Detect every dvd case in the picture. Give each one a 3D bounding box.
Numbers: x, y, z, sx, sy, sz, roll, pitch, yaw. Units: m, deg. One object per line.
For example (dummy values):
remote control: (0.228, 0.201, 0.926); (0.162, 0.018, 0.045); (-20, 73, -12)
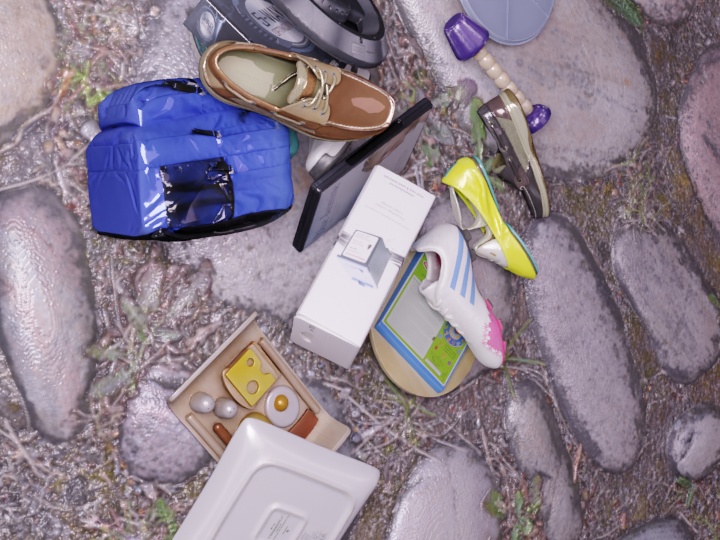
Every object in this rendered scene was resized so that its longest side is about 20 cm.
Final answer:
dvd case: (0.002, -0.115, 1.111); (0.018, 0.143, 0.199); (44, 62, 10)

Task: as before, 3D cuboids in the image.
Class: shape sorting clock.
shape sorting clock: (0.086, 0.065, 1.215); (0.198, 0.039, 0.204); (4, 84, -36)

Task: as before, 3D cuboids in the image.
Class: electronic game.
electronic game: (-0.046, -0.302, 1.013); (0.199, 0.042, 0.201); (33, 32, -24)

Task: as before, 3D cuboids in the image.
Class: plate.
plate: (-0.095, 0.287, 1.049); (0.198, 0.032, 0.201); (27, 98, -29)

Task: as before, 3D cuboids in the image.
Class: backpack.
backpack: (-0.168, -0.116, 0.970); (0.198, 0.162, 0.171); (-9, 105, -36)

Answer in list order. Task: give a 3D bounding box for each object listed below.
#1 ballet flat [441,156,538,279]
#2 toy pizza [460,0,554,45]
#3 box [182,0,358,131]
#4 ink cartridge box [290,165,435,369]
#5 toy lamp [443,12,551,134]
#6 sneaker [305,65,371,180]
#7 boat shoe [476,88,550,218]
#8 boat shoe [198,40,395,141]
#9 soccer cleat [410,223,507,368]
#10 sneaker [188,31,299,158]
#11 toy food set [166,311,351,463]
ballet flat: (0.174, -0.061, 1.271); (0.067, 0.067, 0.202); (-33, 105, -7)
toy pizza: (0.201, -0.421, 1.307); (0.198, 0.032, 0.204); (0, 90, -34)
box: (-0.087, -0.265, 1.013); (0.160, 0.043, 0.201); (43, 37, -14)
ink cartridge box: (0.000, 0.000, 1.086); (0.085, 0.147, 0.202); (26, 74, 1)
toy lamp: (0.189, -0.275, 1.283); (0.200, 0.058, 0.059); (45, 67, -26)
sneaker: (-0.061, -0.199, 1.087); (0.115, 0.076, 0.202); (32, 43, -18)
boat shoe: (0.215, -0.156, 1.294); (0.065, 0.072, 0.203); (-21, 121, 6)
boat shoe: (-0.060, -0.174, 0.899); (0.197, 0.074, 0.077); (10, 93, -15)
soccer cleat: (0.121, 0.041, 1.186); (0.085, 0.070, 0.203); (-23, 96, -22)
sneaker: (-0.130, -0.212, 1.054); (0.077, 0.079, 0.202); (-39, 110, -27)
toy food set: (-0.113, 0.168, 1.069); (0.144, 0.060, 0.201); (-46, 113, -25)
